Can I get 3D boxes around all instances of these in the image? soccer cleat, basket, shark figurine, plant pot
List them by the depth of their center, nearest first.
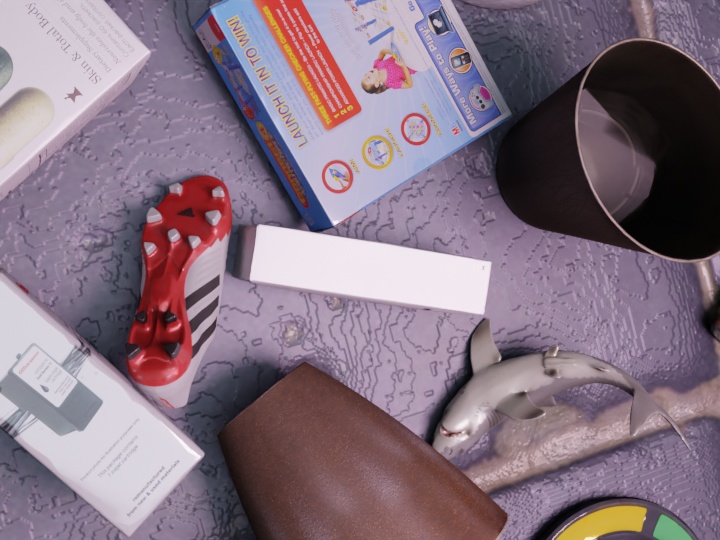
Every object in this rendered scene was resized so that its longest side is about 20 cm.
[{"bbox_3d":[-0.142,0.015,0.927,0.069,0.085,0.200,2,57,7],"label":"soccer cleat"},{"bbox_3d":[-0.018,0.179,0.931,0.187,0.187,0.200,-40,86,-12],"label":"plant pot"},{"bbox_3d":[0.203,-0.090,0.966,0.136,0.200,0.180,-34,99,-13],"label":"basket"},{"bbox_3d":[0.172,0.108,1.013,0.090,0.214,0.128,49,40,-48],"label":"shark figurine"}]

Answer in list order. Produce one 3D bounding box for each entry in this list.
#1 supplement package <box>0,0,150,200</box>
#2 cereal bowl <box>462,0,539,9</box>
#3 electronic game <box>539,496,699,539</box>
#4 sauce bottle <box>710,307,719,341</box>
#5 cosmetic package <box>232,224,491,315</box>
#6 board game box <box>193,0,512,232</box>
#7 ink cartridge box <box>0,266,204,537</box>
[{"bbox_3d":[-0.284,-0.138,0.849,0.200,0.151,0.152,-45,102,-11],"label":"supplement package"},{"bbox_3d":[0.131,-0.334,1.005,0.200,0.083,0.200,0,90,-16],"label":"cereal bowl"},{"bbox_3d":[0.235,0.307,1.062,0.200,0.042,0.200,0,90,-17],"label":"electronic game"},{"bbox_3d":[0.405,-0.011,1.098,0.065,0.065,0.200,37,79,-13],"label":"sauce bottle"},{"bbox_3d":[0.000,0.000,0.969,0.200,0.083,0.051,9,88,-16],"label":"cosmetic package"},{"bbox_3d":[-0.003,-0.166,0.968,0.196,0.056,0.200,-32,99,-21],"label":"board game box"},{"bbox_3d":[-0.225,0.093,0.872,0.200,0.147,0.083,45,79,-11],"label":"ink cartridge box"}]
